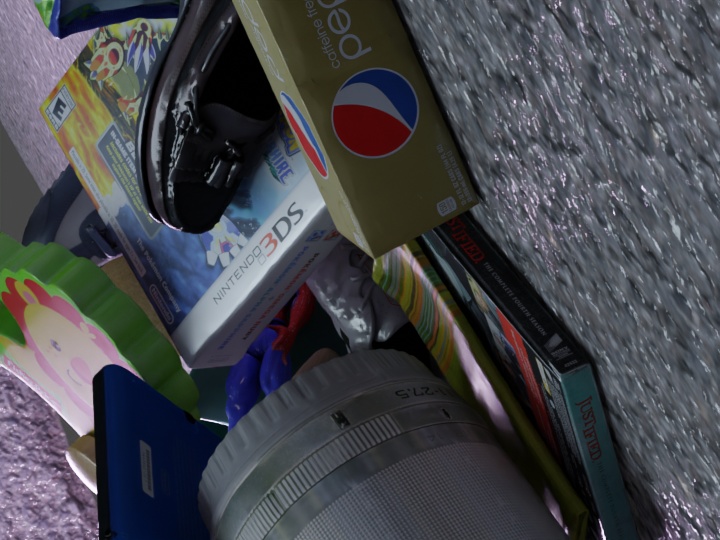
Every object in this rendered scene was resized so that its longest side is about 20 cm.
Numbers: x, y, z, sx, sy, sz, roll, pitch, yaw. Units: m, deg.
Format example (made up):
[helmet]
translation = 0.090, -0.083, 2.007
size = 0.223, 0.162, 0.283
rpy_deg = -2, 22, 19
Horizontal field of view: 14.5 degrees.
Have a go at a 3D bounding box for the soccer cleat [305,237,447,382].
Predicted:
[soccer cleat]
translation = 0.000, 0.000, 1.660
size = 0.085, 0.069, 0.200
rpy_deg = 29, 150, 58

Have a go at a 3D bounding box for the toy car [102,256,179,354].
[toy car]
translation = -0.139, 0.009, 1.961
size = 0.158, 0.200, 0.164
rpy_deg = -110, -4, -69

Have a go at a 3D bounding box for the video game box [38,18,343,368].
[video game box]
translation = -0.084, -0.076, 1.612
size = 0.182, 0.047, 0.200
rpy_deg = -48, 62, 32

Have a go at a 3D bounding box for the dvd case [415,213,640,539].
[dvd case]
translation = 0.078, 0.043, 1.474
size = 0.200, 0.022, 0.146
rpy_deg = 50, 165, 46

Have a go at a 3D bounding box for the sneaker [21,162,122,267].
[sneaker]
translation = -0.119, -0.051, 1.730
size = 0.070, 0.200, 0.082
rpy_deg = 43, -172, -49

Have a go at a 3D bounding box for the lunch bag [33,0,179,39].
[lunch bag]
translation = -0.141, -0.253, 1.517
size = 0.170, 0.127, 0.200
rpy_deg = 56, 142, 30

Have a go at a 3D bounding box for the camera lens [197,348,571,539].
[camera lens]
translation = 0.026, 0.160, 1.447
size = 0.200, 0.160, 0.160
rpy_deg = 53, 168, 31

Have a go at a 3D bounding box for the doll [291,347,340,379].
[doll]
translation = 0.047, 0.097, 1.610
size = 0.200, 0.048, 0.136
rpy_deg = 15, 152, 53

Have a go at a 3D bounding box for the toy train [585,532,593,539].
[toy train]
translation = 0.145, 0.219, 1.556
size = 0.200, 0.042, 0.056
rpy_deg = 60, 154, -10

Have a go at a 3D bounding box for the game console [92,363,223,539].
[game console]
translation = -0.111, 0.179, 1.557
size = 0.171, 0.118, 0.200
rpy_deg = 39, -161, -25

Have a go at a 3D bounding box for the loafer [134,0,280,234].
[loafer]
translation = -0.070, -0.103, 1.509
size = 0.063, 0.072, 0.200
rpy_deg = 36, 122, 38

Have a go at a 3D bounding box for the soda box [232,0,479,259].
[soda box]
translation = -0.015, -0.111, 1.399
size = 0.200, 0.064, 0.068
rpy_deg = 65, 171, -21

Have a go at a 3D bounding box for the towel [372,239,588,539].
[towel]
translation = 0.061, 0.062, 1.498
size = 0.200, 0.018, 0.086
rpy_deg = 58, 170, 21

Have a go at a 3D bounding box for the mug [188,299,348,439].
[mug]
translation = -0.023, 0.088, 1.812
size = 0.152, 0.114, 0.185
rpy_deg = 9, 156, 38

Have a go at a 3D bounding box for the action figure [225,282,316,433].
[action figure]
translation = -0.059, 0.049, 1.704
size = 0.052, 0.065, 0.200
rpy_deg = 34, -126, -42

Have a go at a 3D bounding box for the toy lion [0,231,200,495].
[toy lion]
translation = -0.176, 0.042, 1.695
size = 0.200, 0.069, 0.192
rpy_deg = 39, 156, 18
